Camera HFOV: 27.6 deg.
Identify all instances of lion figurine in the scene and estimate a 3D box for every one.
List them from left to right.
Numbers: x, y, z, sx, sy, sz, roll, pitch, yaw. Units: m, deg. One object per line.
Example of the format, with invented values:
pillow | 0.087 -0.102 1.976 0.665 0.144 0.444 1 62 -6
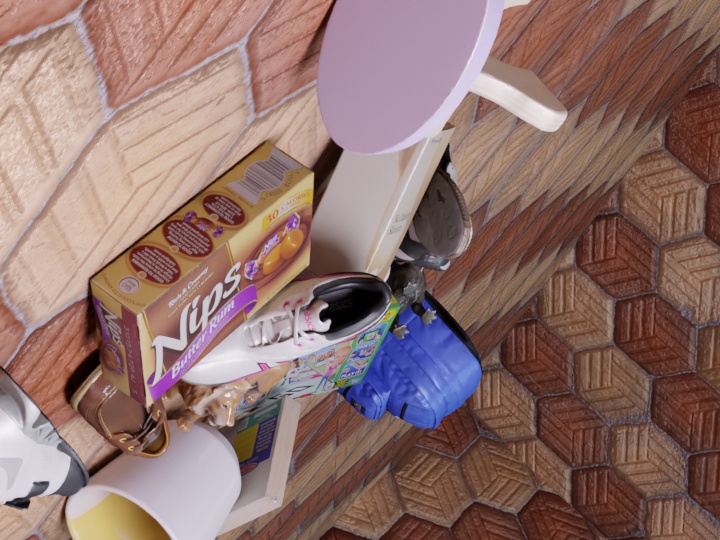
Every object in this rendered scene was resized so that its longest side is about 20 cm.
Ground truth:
lion figurine | -0.120 0.102 1.443 0.122 0.073 0.200 -34 180 33

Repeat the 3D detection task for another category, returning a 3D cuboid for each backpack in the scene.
backpack | 0.049 0.114 1.879 0.168 0.200 0.163 -46 170 -9

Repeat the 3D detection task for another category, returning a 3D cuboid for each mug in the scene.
mug | -0.213 0.236 1.517 0.185 0.150 0.153 -14 -156 39

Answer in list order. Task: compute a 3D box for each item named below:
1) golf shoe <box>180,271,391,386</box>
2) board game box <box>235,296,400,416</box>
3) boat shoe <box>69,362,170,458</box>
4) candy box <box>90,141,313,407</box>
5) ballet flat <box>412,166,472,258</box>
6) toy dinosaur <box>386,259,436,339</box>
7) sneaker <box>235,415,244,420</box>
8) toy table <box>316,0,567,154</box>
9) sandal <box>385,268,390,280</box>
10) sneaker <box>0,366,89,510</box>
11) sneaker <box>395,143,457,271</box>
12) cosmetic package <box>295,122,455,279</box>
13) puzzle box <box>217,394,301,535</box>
golf shoe | -0.067 0.041 1.236 0.198 0.073 0.092 -20 178 -22
board game box | -0.061 0.094 1.636 0.199 0.029 0.135 -12 144 -37
boat shoe | -0.200 0.121 1.280 0.072 0.067 0.200 -46 169 -12
candy box | -0.121 0.001 1.159 0.200 0.056 0.117 -43 154 -33
ballet flat | 0.070 -0.071 1.417 0.046 0.200 0.068 17 110 -28
toy dinosaur | 0.032 0.036 1.779 0.200 0.077 0.102 -47 -151 12
sneaker | -0.182 0.246 1.763 0.200 0.075 0.088 -36 -147 34
toy table | 0.065 -0.172 1.079 0.117 0.185 0.200 -9 155 -48
sandal | -0.003 -0.006 1.508 0.059 0.080 0.207 -12 147 -14
sneaker | -0.266 0.142 1.099 0.089 0.074 0.200 -46 159 -14
sneaker | 0.066 -0.073 1.539 0.201 0.073 0.080 -95 -156 -56
cosmetic package | 0.008 -0.057 1.350 0.201 0.071 0.105 -65 170 15
puzzle box | -0.148 0.229 1.616 0.199 0.025 0.134 -30 -144 38
